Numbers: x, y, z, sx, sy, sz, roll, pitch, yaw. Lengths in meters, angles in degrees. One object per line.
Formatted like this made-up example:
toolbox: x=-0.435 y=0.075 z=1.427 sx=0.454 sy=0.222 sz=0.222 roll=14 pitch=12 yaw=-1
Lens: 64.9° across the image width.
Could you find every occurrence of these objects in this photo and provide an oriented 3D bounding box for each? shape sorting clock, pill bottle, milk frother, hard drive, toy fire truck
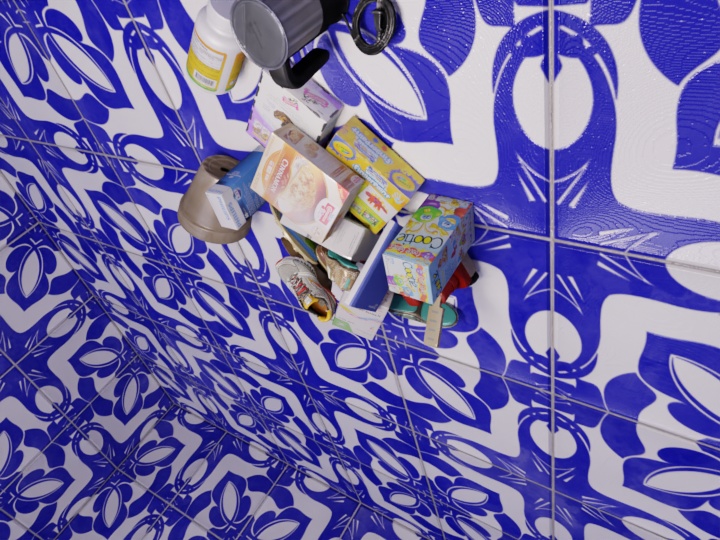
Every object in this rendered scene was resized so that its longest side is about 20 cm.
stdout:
shape sorting clock: x=-0.165 y=-0.099 z=1.421 sx=0.039 sy=0.200 sz=0.201 roll=-32 pitch=110 yaw=14
pill bottle: x=-0.284 y=-0.462 z=1.147 sx=0.111 sy=0.111 sz=0.200 roll=41 pitch=146 yaw=-4
milk frother: x=-0.071 y=-0.408 z=0.937 sx=0.199 sy=0.189 sz=0.181 roll=4 pitch=134 yaw=41
hard drive: x=0.049 y=-0.005 z=1.247 sx=0.025 sy=0.201 sz=0.132 roll=32 pitch=-174 yaw=27
toy fire truck: x=0.152 y=0.056 z=1.254 sx=0.175 sy=0.200 sz=0.129 roll=-9 pitch=124 yaw=48

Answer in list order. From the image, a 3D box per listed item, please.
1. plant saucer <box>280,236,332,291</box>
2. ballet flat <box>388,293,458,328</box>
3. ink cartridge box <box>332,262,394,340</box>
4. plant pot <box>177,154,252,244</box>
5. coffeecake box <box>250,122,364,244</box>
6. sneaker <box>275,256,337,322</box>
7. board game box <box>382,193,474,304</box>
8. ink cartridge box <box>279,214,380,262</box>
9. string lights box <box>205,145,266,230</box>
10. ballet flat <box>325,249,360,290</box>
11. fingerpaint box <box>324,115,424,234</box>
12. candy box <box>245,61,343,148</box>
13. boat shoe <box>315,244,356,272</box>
plant saucer: x=-0.133 y=-0.023 z=1.511 sx=0.201 sy=0.035 sz=0.200 roll=50 pitch=-175 yaw=-6
ballet flat: x=0.159 y=0.102 z=1.435 sx=0.198 sy=0.074 sz=0.075 roll=18 pitch=141 yaw=25
ink cartridge box: x=0.010 y=0.078 z=1.382 sx=0.116 sy=0.068 sz=0.201 roll=21 pitch=141 yaw=0
plant pot: x=-0.371 y=-0.199 z=1.494 sx=0.199 sy=0.200 sz=0.174 roll=33 pitch=130 yaw=9
coffeecake box: x=-0.113 y=-0.180 z=1.181 sx=0.199 sy=0.073 sz=0.154 roll=38 pitch=131 yaw=5
sneaker: x=-0.129 y=0.045 z=1.385 sx=0.078 sy=0.082 sz=0.200 roll=-39 pitch=109 yaw=18
board game box: x=0.142 y=-0.048 z=1.143 sx=0.102 sy=0.200 sz=0.105 roll=17 pitch=141 yaw=29
ink cartridge box: x=-0.068 y=-0.100 z=1.329 sx=0.199 sy=0.083 sz=0.146 roll=28 pitch=-173 yaw=15
string lights box: x=-0.269 y=-0.201 z=1.358 sx=0.059 sy=0.200 sz=0.103 roll=14 pitch=139 yaw=32
ballet flat: x=-0.050 y=-0.001 z=1.287 sx=0.070 sy=0.066 sz=0.200 roll=17 pitch=-171 yaw=-13
fingerpaint box: x=0.010 y=-0.199 z=1.207 sx=0.200 sy=0.074 sz=0.167 roll=40 pitch=147 yaw=-4
candy box: x=-0.146 y=-0.324 z=1.213 sx=0.167 sy=0.072 sz=0.200 roll=40 pitch=147 yaw=-1
boat shoe: x=-0.022 y=-0.007 z=1.413 sx=0.200 sy=0.072 sz=0.067 roll=40 pitch=141 yaw=-13
